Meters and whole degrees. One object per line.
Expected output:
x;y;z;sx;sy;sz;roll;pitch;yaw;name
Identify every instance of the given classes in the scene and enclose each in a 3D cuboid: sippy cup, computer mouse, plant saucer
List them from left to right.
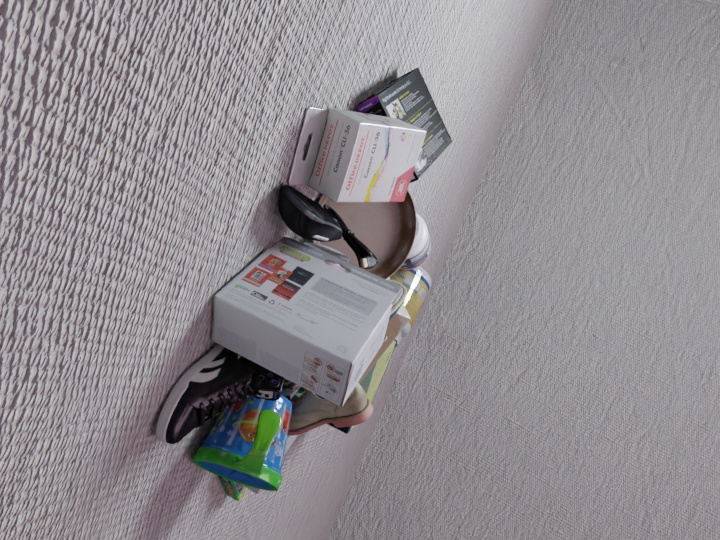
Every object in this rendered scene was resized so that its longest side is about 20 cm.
-0.168;0.249;0.935;0.140;0.176;0.131;49;48;-44;sippy cup
-0.048;-0.048;0.879;0.046;0.141;0.200;-45;164;10;computer mouse
0.004;-0.074;1.034;0.198;0.032;0.202;-7;106;-28;plant saucer

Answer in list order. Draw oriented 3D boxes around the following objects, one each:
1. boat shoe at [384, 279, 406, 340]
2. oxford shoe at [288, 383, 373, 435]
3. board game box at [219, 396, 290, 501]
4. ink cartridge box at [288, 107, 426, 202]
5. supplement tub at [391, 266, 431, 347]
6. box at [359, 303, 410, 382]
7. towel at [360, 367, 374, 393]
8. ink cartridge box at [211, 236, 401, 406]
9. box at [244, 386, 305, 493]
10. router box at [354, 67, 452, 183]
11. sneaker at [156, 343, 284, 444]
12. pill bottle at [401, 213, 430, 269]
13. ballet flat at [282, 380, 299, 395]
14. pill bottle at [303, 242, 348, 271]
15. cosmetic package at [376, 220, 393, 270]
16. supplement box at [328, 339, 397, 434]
-0.006;0.088;0.916;0.200;0.075;0.062;-41;143;-31;boat shoe
-0.081;0.217;1.008;0.071;0.198;0.074;-77;150;-62;oxford shoe
-0.191;0.314;1.143;0.201;0.029;0.135;-59;164;-32;board game box
-0.002;-0.162;0.881;0.199;0.067;0.117;-9;123;-49;ink cartridge box
0.084;0.082;1.588;0.201;0.144;0.145;-62;166;-22;supplement tub
-0.015;0.118;1.043;0.201;0.094;0.078;-54;-147;19;box
-0.018;0.178;1.221;0.200;0.022;0.148;19;88;-61;towel
-0.067;0.058;0.827;0.176;0.199;0.084;-49;159;-49;ink cartridge box
-0.138;0.296;1.140;0.145;0.036;0.200;-65;173;28;box
0.081;-0.249;1.053;0.150;0.051;0.200;62;35;-16;router box
-0.165;0.157;0.802;0.200;0.111;0.073;-55;162;-42;sneaker
0.104;-0.078;1.459;0.120;0.119;0.200;-65;166;-6;pill bottle
-0.101;0.137;1.133;0.075;0.074;0.201;97;17;-50;ballet flat
-0.086;0.063;0.960;0.202;0.112;0.112;-70;166;14;pill bottle
0.000;0.000;1.135;0.085;0.107;0.202;-3;106;-76;cosmetic package
-0.027;0.239;1.437;0.202;0.133;0.200;-69;166;8;supplement box
